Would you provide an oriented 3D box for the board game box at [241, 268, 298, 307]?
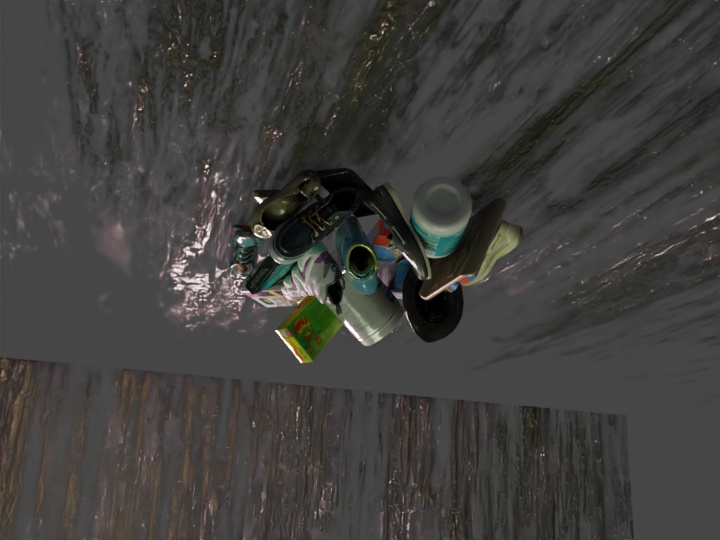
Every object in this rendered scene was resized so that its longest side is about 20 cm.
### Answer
[{"bbox_3d":[-0.186,0.043,2.000,0.198,0.065,0.148,-5,161,20],"label":"board game box"}]

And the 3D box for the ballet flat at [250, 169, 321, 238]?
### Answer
[{"bbox_3d":[-0.142,-0.115,1.428,0.067,0.047,0.200,32,131,-28],"label":"ballet flat"}]

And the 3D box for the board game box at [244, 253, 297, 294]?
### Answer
[{"bbox_3d":[-0.139,-0.038,1.571,0.200,0.028,0.135,-49,166,29],"label":"board game box"}]

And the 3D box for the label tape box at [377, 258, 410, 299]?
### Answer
[{"bbox_3d":[0.131,0.026,1.787,0.143,0.064,0.200,7,170,-15],"label":"label tape box"}]

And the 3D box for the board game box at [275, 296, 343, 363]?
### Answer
[{"bbox_3d":[-0.095,0.106,1.769,0.047,0.200,0.102,-15,118,50],"label":"board game box"}]

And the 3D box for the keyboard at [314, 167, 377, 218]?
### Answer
[{"bbox_3d":[-0.034,-0.147,1.482,0.126,0.021,0.200,-8,158,22],"label":"keyboard"}]

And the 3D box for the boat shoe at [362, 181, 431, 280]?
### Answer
[{"bbox_3d":[0.069,-0.064,1.445,0.062,0.201,0.073,-28,-173,-9],"label":"boat shoe"}]

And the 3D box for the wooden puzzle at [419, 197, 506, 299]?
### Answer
[{"bbox_3d":[0.210,-0.034,1.523,0.046,0.186,0.200,33,155,-13],"label":"wooden puzzle"}]

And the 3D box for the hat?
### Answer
[{"bbox_3d":[0.140,0.055,1.692,0.199,0.203,0.081,18,172,-40],"label":"hat"}]

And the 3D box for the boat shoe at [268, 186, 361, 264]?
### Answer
[{"bbox_3d":[-0.083,-0.090,1.398,0.071,0.200,0.091,50,140,-3],"label":"boat shoe"}]

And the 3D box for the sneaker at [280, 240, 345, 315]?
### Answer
[{"bbox_3d":[-0.088,0.043,1.604,0.078,0.140,0.200,-34,166,-32],"label":"sneaker"}]

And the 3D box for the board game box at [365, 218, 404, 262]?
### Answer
[{"bbox_3d":[0.115,-0.057,1.693,0.198,0.041,0.153,7,161,-13],"label":"board game box"}]

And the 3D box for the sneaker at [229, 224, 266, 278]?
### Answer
[{"bbox_3d":[-0.253,-0.037,1.717,0.078,0.097,0.200,6,161,-11],"label":"sneaker"}]

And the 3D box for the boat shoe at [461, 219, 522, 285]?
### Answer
[{"bbox_3d":[0.261,-0.041,1.645,0.065,0.073,0.200,23,137,-21],"label":"boat shoe"}]

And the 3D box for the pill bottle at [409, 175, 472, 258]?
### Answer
[{"bbox_3d":[0.148,-0.092,1.472,0.110,0.112,0.200,2,161,1],"label":"pill bottle"}]

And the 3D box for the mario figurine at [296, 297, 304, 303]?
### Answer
[{"bbox_3d":[-0.164,0.008,1.804,0.123,0.107,0.200,27,176,11],"label":"mario figurine"}]

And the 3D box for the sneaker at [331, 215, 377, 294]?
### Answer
[{"bbox_3d":[0.000,0.000,1.563,0.079,0.131,0.201,-24,129,-1],"label":"sneaker"}]

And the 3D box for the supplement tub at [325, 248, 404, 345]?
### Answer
[{"bbox_3d":[-0.010,0.055,1.727,0.200,0.132,0.132,48,146,-13],"label":"supplement tub"}]

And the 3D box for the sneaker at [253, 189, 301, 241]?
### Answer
[{"bbox_3d":[-0.162,-0.099,1.530,0.076,0.090,0.200,-1,161,13],"label":"sneaker"}]
